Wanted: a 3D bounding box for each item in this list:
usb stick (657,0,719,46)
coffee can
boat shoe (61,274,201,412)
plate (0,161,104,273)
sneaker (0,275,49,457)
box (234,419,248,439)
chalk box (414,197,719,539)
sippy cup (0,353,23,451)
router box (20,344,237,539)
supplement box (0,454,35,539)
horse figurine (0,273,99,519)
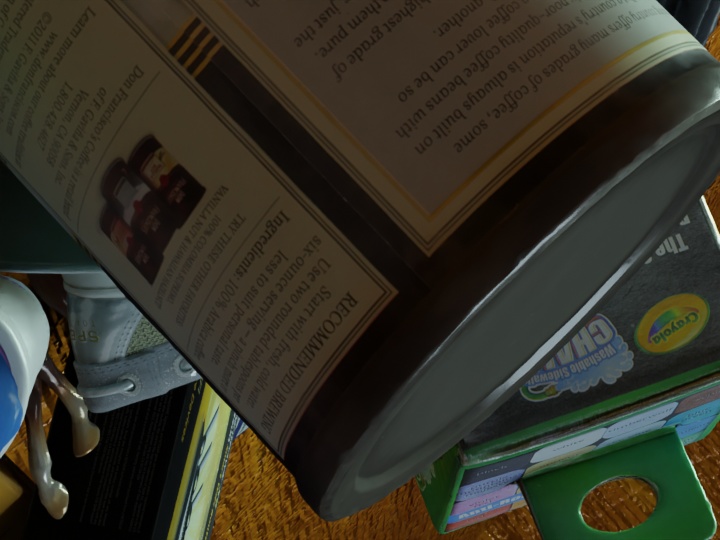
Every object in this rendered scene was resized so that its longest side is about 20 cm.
[{"bbox_3d":[0.115,-0.096,1.006,0.032,0.056,0.200,-1,163,-3],"label":"usb stick"},{"bbox_3d":[-0.022,-0.061,0.645,0.146,0.200,0.146,-41,168,-11],"label":"coffee can"},{"bbox_3d":[0.000,0.000,0.870,0.201,0.065,0.074,-9,-167,-18],"label":"boat shoe"},{"bbox_3d":[-0.047,-0.033,0.829,0.200,0.199,0.026,-26,115,-57],"label":"plate"},{"bbox_3d":[-0.176,0.055,0.750,0.199,0.075,0.100,-20,-169,10],"label":"sneaker"},{"bbox_3d":[-0.069,0.058,1.313,0.200,0.032,0.121,-40,167,-27],"label":"box"},{"bbox_3d":[0.070,0.020,0.994,0.124,0.201,0.124,-17,165,-8],"label":"chalk box"},{"bbox_3d":[-0.157,0.017,0.634,0.140,0.130,0.178,-38,167,-26],"label":"sippy cup"},{"bbox_3d":[-0.096,0.107,1.051,0.157,0.052,0.201,88,13,-66],"label":"router box"},{"bbox_3d":[-0.169,0.086,0.996,0.067,0.069,0.200,-44,170,-7],"label":"supplement box"},{"bbox_3d":[-0.153,0.046,0.855,0.200,0.133,0.050,-39,-149,-23],"label":"horse figurine"}]
